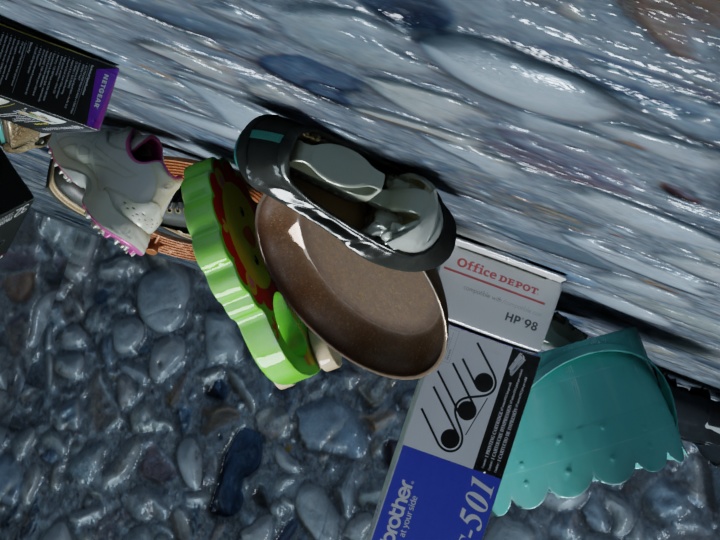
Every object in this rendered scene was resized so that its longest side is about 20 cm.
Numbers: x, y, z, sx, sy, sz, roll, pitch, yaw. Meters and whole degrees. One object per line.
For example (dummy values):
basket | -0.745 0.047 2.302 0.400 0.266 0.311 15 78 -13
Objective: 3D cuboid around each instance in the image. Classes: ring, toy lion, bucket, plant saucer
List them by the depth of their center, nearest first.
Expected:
plant saucer | 0.000 0.000 1.567 0.200 0.037 0.201 30 144 25
toy lion | -0.095 0.002 1.664 0.068 0.202 0.192 -20 174 13
bucket | 0.198 0.141 1.815 0.205 0.136 0.207 -17 175 -2
ring | -0.164 -0.051 1.824 0.198 0.019 0.201 9 154 5

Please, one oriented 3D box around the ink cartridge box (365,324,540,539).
ink cartridge box | 0.080 0.154 1.653 0.093 0.202 0.044 19 175 -3

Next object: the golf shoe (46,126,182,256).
golf shoe | -0.215 -0.094 1.702 0.075 0.092 0.200 32 -168 -42

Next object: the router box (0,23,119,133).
router box | -0.271 -0.146 1.384 0.148 0.052 0.200 20 177 -21

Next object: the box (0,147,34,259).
box | -0.393 -0.039 1.574 0.125 0.199 0.149 55 153 5

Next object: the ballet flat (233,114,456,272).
ballet flat | 0.005 -0.047 1.285 0.199 0.069 0.068 22 167 -36

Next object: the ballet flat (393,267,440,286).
ballet flat | 0.020 -0.010 1.628 0.069 0.070 0.200 21 155 -22

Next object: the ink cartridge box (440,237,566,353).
ink cartridge box | 0.109 0.024 1.696 0.115 0.067 0.200 20 176 0

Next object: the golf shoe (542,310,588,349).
golf shoe | 0.135 0.068 1.959 0.199 0.098 0.078 16 173 32

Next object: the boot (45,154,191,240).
boot | -0.191 -0.079 1.867 0.199 0.078 0.138 11 175 -33

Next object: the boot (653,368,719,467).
boot | 0.382 0.174 2.284 0.167 0.077 0.200 16 169 0

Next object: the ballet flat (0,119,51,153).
ballet flat | -0.277 -0.136 1.602 0.065 0.071 0.200 -7 -176 -11
